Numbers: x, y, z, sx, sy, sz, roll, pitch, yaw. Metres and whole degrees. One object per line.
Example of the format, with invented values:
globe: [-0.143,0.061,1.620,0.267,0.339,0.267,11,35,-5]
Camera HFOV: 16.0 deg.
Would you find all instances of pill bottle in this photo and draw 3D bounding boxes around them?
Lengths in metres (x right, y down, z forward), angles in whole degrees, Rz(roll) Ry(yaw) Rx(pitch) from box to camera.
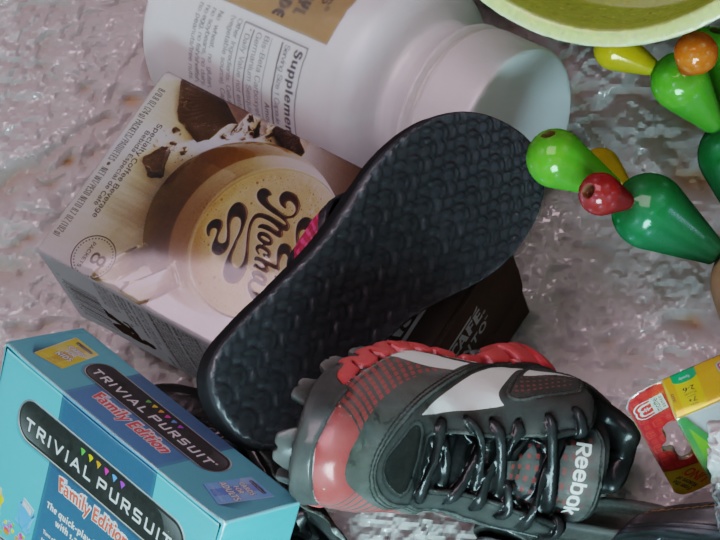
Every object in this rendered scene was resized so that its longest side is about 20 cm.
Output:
pill bottle: [-0.001,-0.100,1.258,0.200,0.114,0.115,27,73,34]

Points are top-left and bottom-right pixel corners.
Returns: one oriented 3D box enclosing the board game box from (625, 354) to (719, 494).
board game box: [0.216,0.044,1.081,0.199,0.096,0.030,-22,53,10]

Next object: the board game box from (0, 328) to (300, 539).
board game box: [-0.112,0.150,1.117,0.151,0.047,0.201,35,121,36]

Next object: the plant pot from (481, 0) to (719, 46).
plant pot: [0.140,-0.208,1.151,0.200,0.184,0.201,4,101,23]

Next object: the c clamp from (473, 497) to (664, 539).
c clamp: [0.064,0.180,1.106,0.170,0.027,0.200,13,65,29]

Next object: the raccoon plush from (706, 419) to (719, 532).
raccoon plush: [0.211,0.148,0.976,0.133,0.201,0.097,-8,24,18]

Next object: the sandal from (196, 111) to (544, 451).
sandal: [0.000,0.000,1.119,0.200,0.075,0.045,-42,14,-22]

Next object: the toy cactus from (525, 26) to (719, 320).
toy cactus: [0.179,-0.032,1.141,0.199,0.102,0.166,-5,80,-22]

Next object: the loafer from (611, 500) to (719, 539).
loafer: [0.204,0.123,1.064,0.199,0.073,0.072,6,37,20]

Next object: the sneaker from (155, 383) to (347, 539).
sneaker: [-0.061,0.096,1.167,0.060,0.104,0.200,-44,53,-6]

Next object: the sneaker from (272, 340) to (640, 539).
sneaker: [0.049,0.073,1.081,0.098,0.200,0.071,22,103,35]

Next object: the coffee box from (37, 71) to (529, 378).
coffee box: [-0.035,0.004,1.209,0.200,0.080,0.113,27,72,24]
